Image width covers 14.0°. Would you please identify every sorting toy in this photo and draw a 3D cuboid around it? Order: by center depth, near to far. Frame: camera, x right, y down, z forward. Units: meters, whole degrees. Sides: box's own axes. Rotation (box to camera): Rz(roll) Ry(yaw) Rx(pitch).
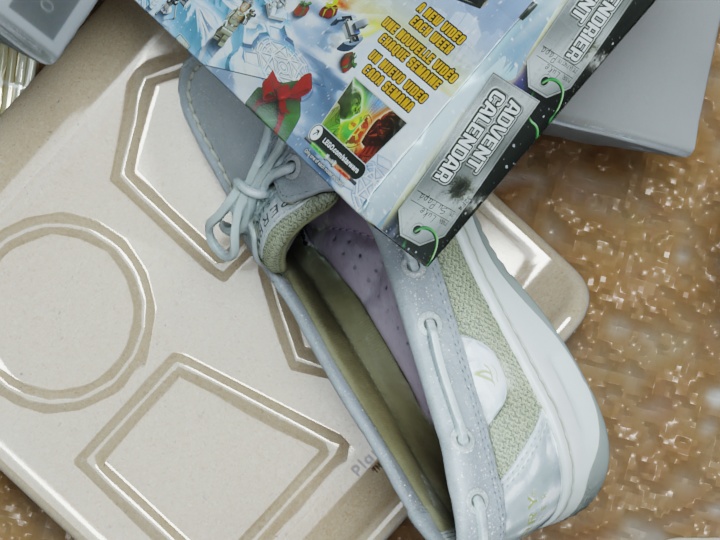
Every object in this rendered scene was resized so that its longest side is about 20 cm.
[{"bbox_3d":[-0.050,0.011,1.016,0.200,0.036,0.185,42,88,7],"label":"sorting toy"}]

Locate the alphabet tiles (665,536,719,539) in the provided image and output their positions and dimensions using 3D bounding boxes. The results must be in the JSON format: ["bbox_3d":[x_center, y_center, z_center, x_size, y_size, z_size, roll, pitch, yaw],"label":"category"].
[{"bbox_3d":[0.148,0.180,0.907,0.199,0.015,0.197,-3,87,17],"label":"alphabet tiles"}]

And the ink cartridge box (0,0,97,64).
[{"bbox_3d":[-0.109,-0.183,0.989,0.173,0.044,0.201,27,82,47],"label":"ink cartridge box"}]

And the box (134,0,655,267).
[{"bbox_3d":[0.005,-0.106,0.903,0.137,0.040,0.200,-49,43,4],"label":"box"}]

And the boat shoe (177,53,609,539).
[{"bbox_3d":[0.000,0.001,0.943,0.065,0.074,0.202,-23,74,-39],"label":"boat shoe"}]

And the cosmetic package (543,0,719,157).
[{"bbox_3d":[0.069,-0.144,0.965,0.090,0.107,0.201,15,86,-38],"label":"cosmetic package"}]

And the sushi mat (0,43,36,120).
[{"bbox_3d":[-0.157,-0.112,1.042,0.095,0.012,0.201,7,90,5],"label":"sushi mat"}]
